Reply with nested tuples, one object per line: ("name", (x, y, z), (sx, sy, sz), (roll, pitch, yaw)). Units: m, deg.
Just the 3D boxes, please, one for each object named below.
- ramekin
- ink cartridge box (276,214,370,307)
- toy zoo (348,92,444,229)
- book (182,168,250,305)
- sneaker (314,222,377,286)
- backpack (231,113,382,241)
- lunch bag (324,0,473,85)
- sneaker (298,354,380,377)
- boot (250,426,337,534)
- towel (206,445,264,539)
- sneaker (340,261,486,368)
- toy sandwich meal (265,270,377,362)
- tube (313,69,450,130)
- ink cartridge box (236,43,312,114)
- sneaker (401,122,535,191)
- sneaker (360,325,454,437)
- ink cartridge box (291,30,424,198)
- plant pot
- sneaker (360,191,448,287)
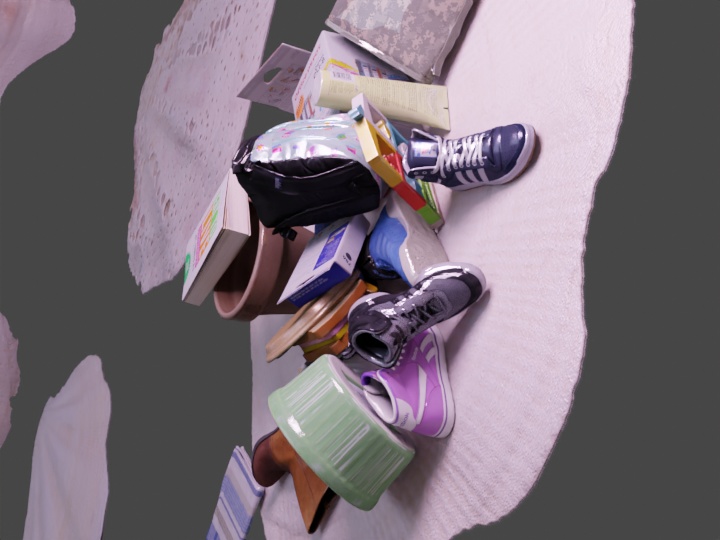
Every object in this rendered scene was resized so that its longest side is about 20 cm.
("ramekin", (-0.019, 0.205, 1.365), (0.098, 0.200, 0.200), (-43, 32, 5))
("ink cartridge box", (-0.048, -0.011, 1.457), (0.099, 0.039, 0.200), (-32, 17, 26))
("toy zoo", (0.043, -0.158, 1.426), (0.020, 0.200, 0.132), (-31, 46, 20))
("book", (-0.240, -0.054, 1.717), (0.200, 0.048, 0.135), (-53, 31, 42))
("sneaker", (0.000, 0.000, 1.583), (0.070, 0.077, 0.202), (-40, 65, 46))
("backpack", (-0.062, -0.141, 1.474), (0.198, 0.167, 0.128), (-8, 53, 20))
("lunch bag", (0.074, -0.387, 1.546), (0.200, 0.117, 0.165), (39, 112, 29))
("sneaker", (-0.021, 0.141, 1.563), (0.199, 0.075, 0.088), (-4, 58, 61))
("boot", (-0.097, 0.330, 1.640), (0.189, 0.068, 0.201), (-55, 40, 23))
("towel", (-0.223, 0.434, 1.859), (0.147, 0.024, 0.202), (43, 118, 58))
("sneaker", (0.065, 0.062, 1.312), (0.199, 0.076, 0.114), (-22, 22, 24))
("toy sandwich meal", (-0.051, 0.076, 1.480), (0.205, 0.070, 0.205), (-44, 4, 4))
("tube", (0.033, -0.243, 1.481), (0.052, 0.198, 0.059), (-134, 51, -71))
("ink cartridge box", (-0.097, -0.336, 1.803), (0.200, 0.175, 0.045), (-31, 50, 55))
("sneaker", (0.130, -0.151, 1.338), (0.199, 0.108, 0.071), (-17, 63, 60))
("sneaker", (0.051, 0.120, 1.362), (0.073, 0.113, 0.202), (-58, 30, 35))
("ink cartridge box", (-0.010, -0.243, 1.617), (0.201, 0.143, 0.146), (-102, 32, -42))
("plant pot", (-0.126, -0.003, 1.702), (0.200, 0.173, 0.202), (-40, 43, 51))
("sneaker", (0.056, -0.011, 1.454), (0.112, 0.076, 0.201), (-58, 32, 31))
